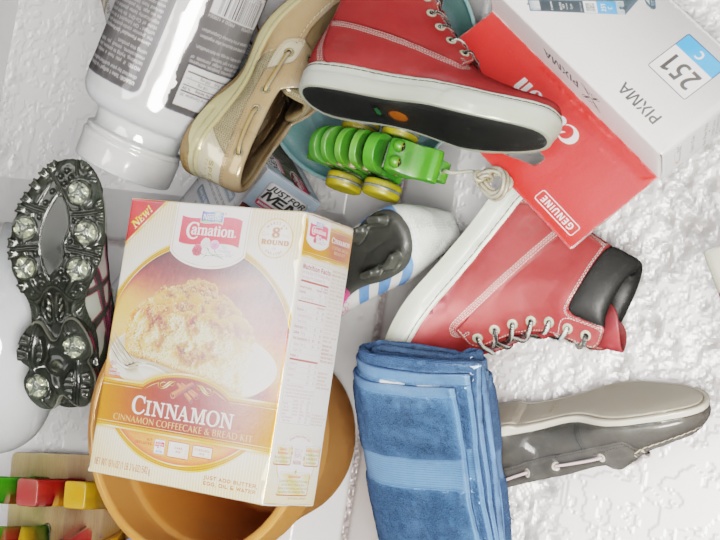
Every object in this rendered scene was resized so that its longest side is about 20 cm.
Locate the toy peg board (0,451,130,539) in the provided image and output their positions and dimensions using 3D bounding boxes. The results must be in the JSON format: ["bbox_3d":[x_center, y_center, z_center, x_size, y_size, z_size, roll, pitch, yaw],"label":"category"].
[{"bbox_3d":[-0.248,0.257,1.220,0.198,0.098,0.201,-2,82,28],"label":"toy peg board"}]

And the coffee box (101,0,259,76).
[{"bbox_3d":[-0.160,-0.237,1.258,0.114,0.080,0.201,-20,74,22],"label":"coffee box"}]

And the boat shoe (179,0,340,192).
[{"bbox_3d":[-0.059,-0.143,1.134,0.064,0.071,0.200,27,72,25],"label":"boat shoe"}]

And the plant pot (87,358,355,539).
[{"bbox_3d":[-0.095,0.126,1.134,0.199,0.140,0.202,-4,81,27],"label":"plant pot"}]

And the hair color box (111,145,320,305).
[{"bbox_3d":[-0.127,-0.017,1.195,0.200,0.060,0.099,-50,31,14],"label":"hair color box"}]

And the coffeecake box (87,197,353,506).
[{"bbox_3d":[-0.100,0.056,1.027,0.153,0.073,0.201,5,84,29],"label":"coffeecake box"}]

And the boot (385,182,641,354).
[{"bbox_3d":[0.113,0.047,1.069,0.144,0.072,0.200,41,98,25],"label":"boot"}]

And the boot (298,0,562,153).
[{"bbox_3d":[0.068,-0.170,1.060,0.199,0.072,0.145,16,72,18],"label":"boot"}]

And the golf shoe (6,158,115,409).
[{"bbox_3d":[-0.234,0.009,1.152,0.077,0.088,0.201,6,98,9],"label":"golf shoe"}]

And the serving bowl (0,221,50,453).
[{"bbox_3d":[-0.288,0.061,1.241,0.065,0.200,0.202,6,84,-9],"label":"serving bowl"}]

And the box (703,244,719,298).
[{"bbox_3d":[0.318,0.066,0.931,0.109,0.128,0.201,-24,71,24],"label":"box"}]

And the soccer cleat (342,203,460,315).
[{"bbox_3d":[0.000,0.000,1.151,0.200,0.086,0.070,-24,78,48],"label":"soccer cleat"}]

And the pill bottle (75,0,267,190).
[{"bbox_3d":[-0.151,-0.170,1.137,0.110,0.111,0.201,29,100,28],"label":"pill bottle"}]

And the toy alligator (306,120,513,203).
[{"bbox_3d":[0.022,-0.086,1.094,0.199,0.054,0.060,13,83,40],"label":"toy alligator"}]

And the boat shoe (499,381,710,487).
[{"bbox_3d":[0.163,0.123,1.048,0.199,0.067,0.057,-10,107,29],"label":"boat shoe"}]

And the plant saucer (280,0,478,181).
[{"bbox_3d":[0.012,-0.165,1.181,0.199,0.036,0.201,-4,81,28],"label":"plant saucer"}]

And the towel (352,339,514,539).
[{"bbox_3d":[0.052,0.151,1.054,0.111,0.049,0.201,3,114,29],"label":"towel"}]

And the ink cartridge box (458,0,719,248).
[{"bbox_3d":[0.159,-0.143,1.062,0.176,0.045,0.200,-38,65,-7],"label":"ink cartridge box"}]
